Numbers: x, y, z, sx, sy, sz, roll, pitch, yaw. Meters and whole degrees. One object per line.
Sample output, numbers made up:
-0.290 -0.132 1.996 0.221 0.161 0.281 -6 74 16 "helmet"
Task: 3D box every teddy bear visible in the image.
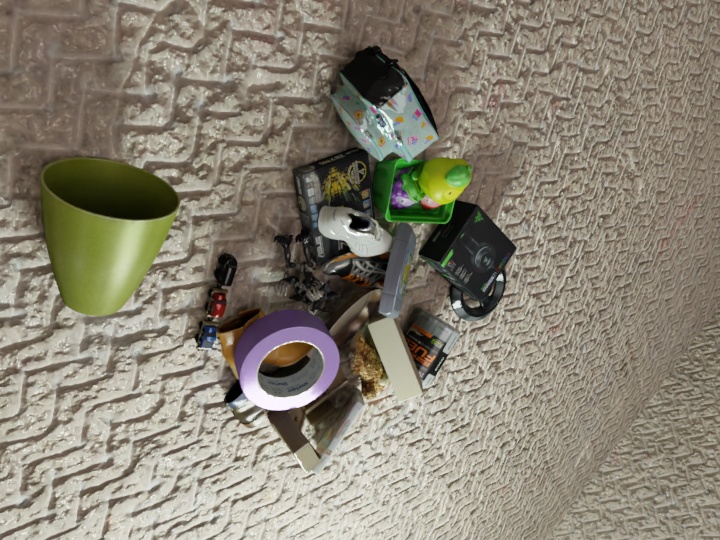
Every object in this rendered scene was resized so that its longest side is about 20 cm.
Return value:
0.024 0.232 1.343 0.067 0.145 0.200 -14 124 14 "teddy bear"

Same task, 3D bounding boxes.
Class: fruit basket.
0.148 -0.173 1.192 0.215 0.215 0.156 -3 112 -39 "fruit basket"

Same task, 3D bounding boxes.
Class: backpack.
0.051 -0.300 1.074 0.153 0.176 0.200 -46 133 10 "backpack"

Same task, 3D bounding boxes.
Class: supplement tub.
0.157 0.212 1.434 0.122 0.122 0.200 32 88 -43 "supplement tub"

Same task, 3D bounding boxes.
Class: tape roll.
-0.145 0.178 1.109 0.199 0.066 0.201 -10 121 -17 "tape roll"

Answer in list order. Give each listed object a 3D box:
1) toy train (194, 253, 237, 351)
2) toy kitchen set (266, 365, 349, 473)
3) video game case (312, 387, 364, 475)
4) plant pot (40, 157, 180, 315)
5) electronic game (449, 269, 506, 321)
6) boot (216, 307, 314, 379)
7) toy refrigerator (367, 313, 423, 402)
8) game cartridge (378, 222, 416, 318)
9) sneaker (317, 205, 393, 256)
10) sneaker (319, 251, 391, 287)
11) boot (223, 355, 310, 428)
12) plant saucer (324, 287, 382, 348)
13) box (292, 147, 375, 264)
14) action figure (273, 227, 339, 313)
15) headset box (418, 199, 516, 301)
-0.273 0.066 1.063 0.034 0.046 0.201 10 103 -42 "toy train"
-0.082 0.335 1.254 0.200 0.180 0.164 -34 129 -17 "toy kitchen set"
-0.052 0.369 1.313 0.023 0.200 0.182 33 86 0 "video game case"
-0.390 -0.039 0.848 0.187 0.187 0.201 0 125 -39 "plant pot"
0.329 0.046 1.551 0.199 0.042 0.201 -11 112 -28 "electronic game"
-0.185 0.132 1.145 0.201 0.071 0.144 -23 130 -23 "boot"
0.081 0.202 1.331 0.070 0.076 0.201 -21 96 8 "toy refrigerator"
0.083 0.003 1.226 0.133 0.040 0.201 34 69 -73 "game cartridge"
0.005 -0.075 1.124 0.200 0.087 0.075 18 76 -46 "sneaker"
0.000 0.000 1.221 0.199 0.078 0.078 -3 86 -39 "sneaker"
-0.196 0.241 1.190 0.200 0.075 0.097 -46 135 -11 "boot"
-0.027 0.107 1.244 0.200 0.032 0.200 -43 163 -17 "plant saucer"
-0.049 -0.134 1.152 0.161 0.049 0.201 -24 125 -27 "box"
-0.117 0.021 1.127 0.102 0.118 0.201 -57 138 -52 "action figure"
0.267 -0.054 1.403 0.200 0.093 0.174 40 84 -32 "headset box"
